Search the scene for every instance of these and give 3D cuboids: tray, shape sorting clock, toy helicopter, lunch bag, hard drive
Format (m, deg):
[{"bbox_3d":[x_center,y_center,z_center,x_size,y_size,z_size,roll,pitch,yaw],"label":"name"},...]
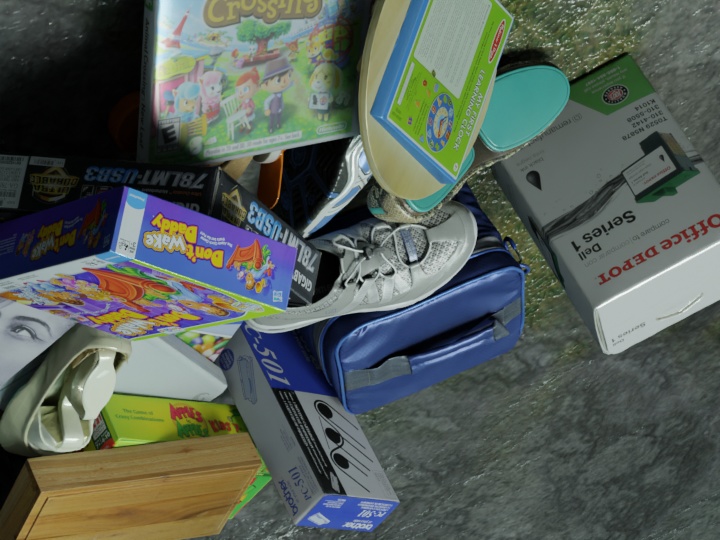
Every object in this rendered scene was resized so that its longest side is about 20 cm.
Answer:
[{"bbox_3d":[-0.185,0.182,1.717,0.199,0.037,0.099,-5,142,-36],"label":"tray"},{"bbox_3d":[0.051,-0.151,1.572,0.200,0.039,0.201,-25,121,-51],"label":"shape sorting clock"},{"bbox_3d":[-0.078,-0.126,1.563,0.200,0.079,0.132,-50,137,9],"label":"toy helicopter"},{"bbox_3d":[0.048,0.026,1.807,0.199,0.133,0.136,-22,147,-10],"label":"lunch bag"},{"bbox_3d":[-0.207,0.087,1.719,0.132,0.027,0.200,-33,148,10],"label":"hard drive"}]

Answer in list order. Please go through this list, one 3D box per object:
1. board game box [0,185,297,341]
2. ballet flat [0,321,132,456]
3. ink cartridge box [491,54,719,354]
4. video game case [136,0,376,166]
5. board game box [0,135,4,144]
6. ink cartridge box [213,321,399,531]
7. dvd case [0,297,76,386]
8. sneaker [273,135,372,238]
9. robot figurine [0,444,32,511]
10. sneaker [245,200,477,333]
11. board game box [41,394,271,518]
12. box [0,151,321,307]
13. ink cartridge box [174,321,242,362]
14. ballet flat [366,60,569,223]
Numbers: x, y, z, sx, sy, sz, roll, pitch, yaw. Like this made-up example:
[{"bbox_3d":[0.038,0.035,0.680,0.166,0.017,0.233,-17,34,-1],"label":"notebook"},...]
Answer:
[{"bbox_3d":[-0.153,-0.001,1.440,0.134,0.045,0.200,20,162,-31],"label":"board game box"},{"bbox_3d":[-0.221,0.097,1.636,0.069,0.070,0.200,-3,142,-35],"label":"ballet flat"},{"bbox_3d":[0.211,-0.054,1.760,0.146,0.200,0.084,-29,148,-3],"label":"ink cartridge box"},{"bbox_3d":[-0.061,-0.166,1.489,0.199,0.022,0.183,-13,122,-33],"label":"video game case"},{"bbox_3d":[-0.356,-0.075,1.453,0.200,0.028,0.135,-31,148,2],"label":"board game box"},{"bbox_3d":[-0.051,0.124,1.799,0.094,0.200,0.044,13,129,-46],"label":"ink cartridge box"},{"bbox_3d":[-0.303,0.042,1.566,0.148,0.016,0.200,27,127,-37],"label":"dvd case"},{"bbox_3d":[0.002,-0.098,1.653,0.077,0.076,0.200,7,132,-42],"label":"sneaker"},{"bbox_3d":[-0.349,0.198,1.739,0.199,0.125,0.151,-7,123,-31],"label":"robot figurine"},{"bbox_3d":[0.000,0.000,1.687,0.199,0.075,0.082,-23,174,-3],"label":"sneaker"},{"bbox_3d":[-0.159,0.156,1.784,0.200,0.048,0.102,9,135,-46],"label":"board game box"},{"bbox_3d":[-0.153,-0.029,1.523,0.198,0.050,0.200,7,167,21],"label":"box"},{"bbox_3d":[-0.169,0.057,1.770,0.119,0.042,0.200,4,133,-41],"label":"ink cartridge box"},{"bbox_3d":[0.077,-0.103,1.700,0.200,0.068,0.075,-39,-163,-28],"label":"ballet flat"}]
